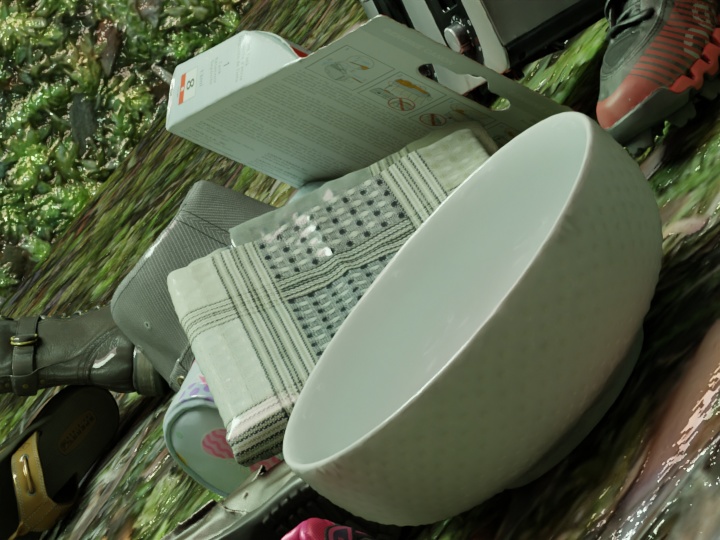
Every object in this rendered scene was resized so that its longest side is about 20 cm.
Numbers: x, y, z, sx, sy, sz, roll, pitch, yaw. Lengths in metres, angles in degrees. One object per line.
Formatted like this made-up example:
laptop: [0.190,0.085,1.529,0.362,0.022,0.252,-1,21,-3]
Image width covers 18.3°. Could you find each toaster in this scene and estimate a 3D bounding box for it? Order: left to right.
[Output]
toaster: [0.107,-0.188,1.280,0.199,0.119,0.181,-32,4,-15]

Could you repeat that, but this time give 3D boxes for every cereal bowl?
cereal bowl: [0.060,0.032,0.959,0.200,0.083,0.200,-47,12,13]

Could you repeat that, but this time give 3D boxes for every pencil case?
pencil case: [-0.038,0.039,1.279,0.083,0.091,0.200,5,44,27]

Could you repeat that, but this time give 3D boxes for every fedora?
fedora: [-0.100,0.014,1.431,0.177,0.090,0.200,-58,-5,-21]

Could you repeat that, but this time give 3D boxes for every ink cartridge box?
ink cartridge box: [0.009,-0.098,1.262,0.200,0.162,0.050,-24,52,46]

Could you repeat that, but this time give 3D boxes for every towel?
towel: [0.000,0.000,1.141,0.192,0.035,0.200,-28,29,1]

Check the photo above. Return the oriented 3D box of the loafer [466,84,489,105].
loafer: [0.066,-0.150,1.525,0.201,0.070,0.068,-49,11,4]

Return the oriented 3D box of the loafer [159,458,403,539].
loafer: [-0.048,0.138,1.083,0.200,0.073,0.071,-31,15,31]

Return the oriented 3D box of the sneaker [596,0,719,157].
sneaker: [0.152,-0.145,1.134,0.071,0.098,0.201,-31,23,51]

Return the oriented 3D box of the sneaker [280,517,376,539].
sneaker: [-0.040,0.189,0.863,0.081,0.075,0.200,-33,21,54]

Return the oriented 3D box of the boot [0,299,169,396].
boot: [-0.232,0.045,1.779,0.200,0.173,0.070,-82,-10,-66]

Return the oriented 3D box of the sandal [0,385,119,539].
sandal: [-0.241,0.164,1.720,0.054,0.082,0.200,-2,37,44]
